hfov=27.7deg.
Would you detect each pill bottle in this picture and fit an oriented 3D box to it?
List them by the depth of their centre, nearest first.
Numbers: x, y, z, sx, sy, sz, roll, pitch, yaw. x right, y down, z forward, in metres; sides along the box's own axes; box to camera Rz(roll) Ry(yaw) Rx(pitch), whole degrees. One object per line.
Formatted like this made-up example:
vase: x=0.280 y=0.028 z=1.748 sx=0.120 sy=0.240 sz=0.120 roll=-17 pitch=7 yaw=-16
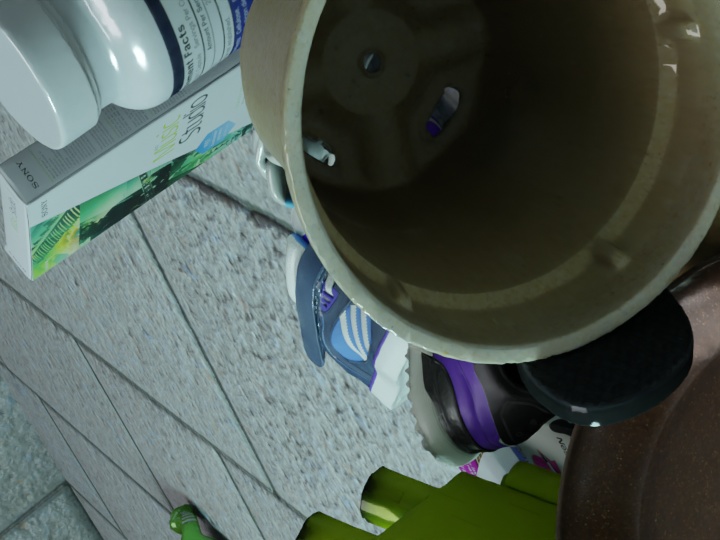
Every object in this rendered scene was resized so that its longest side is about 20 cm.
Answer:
pill bottle: x=-0.105 y=-0.157 z=0.755 sx=0.116 sy=0.199 sz=0.116 roll=43 pitch=157 yaw=23

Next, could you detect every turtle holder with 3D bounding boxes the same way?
turtle holder: x=-0.247 y=0.451 z=2.124 sx=0.186 sy=0.141 sz=0.132 roll=50 pitch=160 yaw=1

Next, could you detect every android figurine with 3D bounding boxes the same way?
android figurine: x=0.071 y=0.150 z=0.705 sx=0.198 sy=0.181 sz=0.042 roll=16 pitch=114 yaw=32

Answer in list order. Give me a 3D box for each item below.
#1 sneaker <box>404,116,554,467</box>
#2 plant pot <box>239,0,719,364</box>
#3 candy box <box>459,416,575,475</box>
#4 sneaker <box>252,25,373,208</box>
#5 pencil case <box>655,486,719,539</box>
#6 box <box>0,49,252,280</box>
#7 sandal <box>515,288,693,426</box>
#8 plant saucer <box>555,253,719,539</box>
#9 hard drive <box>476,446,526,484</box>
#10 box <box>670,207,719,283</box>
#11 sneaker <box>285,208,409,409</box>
sneaker: x=0.068 y=-0.003 z=0.794 sx=0.099 sy=0.069 sz=0.203 roll=-22 pitch=75 yaw=38
plant pot: x=0.033 y=-0.082 z=0.636 sx=0.202 sy=0.199 sz=0.183 roll=60 pitch=168 yaw=-22
candy box: x=0.130 y=0.120 z=0.902 sx=0.137 sy=0.061 sz=0.199 roll=57 pitch=158 yaw=-18
sneaker: x=-0.031 y=-0.077 z=0.809 sx=0.074 sy=0.088 sz=0.200 roll=11 pitch=179 yaw=6
pencil case: x=0.233 y=0.149 z=0.657 sx=0.199 sy=0.079 sz=0.087 roll=36 pitch=-160 yaw=9
box: x=-0.148 y=-0.082 z=0.968 sx=0.036 sy=0.199 sz=0.145 roll=51 pitch=160 yaw=8
sandal: x=0.101 y=0.027 z=0.654 sx=0.201 sy=0.074 sz=0.049 roll=-95 pitch=-4 yaw=-69
plant saucer: x=0.159 y=0.088 z=0.603 sx=0.036 sy=0.203 sz=0.200 roll=23 pitch=173 yaw=-27
hard drive: x=0.101 y=0.206 z=0.802 sx=0.200 sy=0.025 sz=0.134 roll=-124 pitch=41 yaw=-60
box: x=0.168 y=0.010 z=0.700 sx=0.199 sy=0.021 sz=0.165 roll=28 pitch=148 yaw=48
sneaker: x=0.000 y=0.000 z=0.956 sx=0.147 sy=0.080 sz=0.201 roll=48 pitch=159 yaw=13
